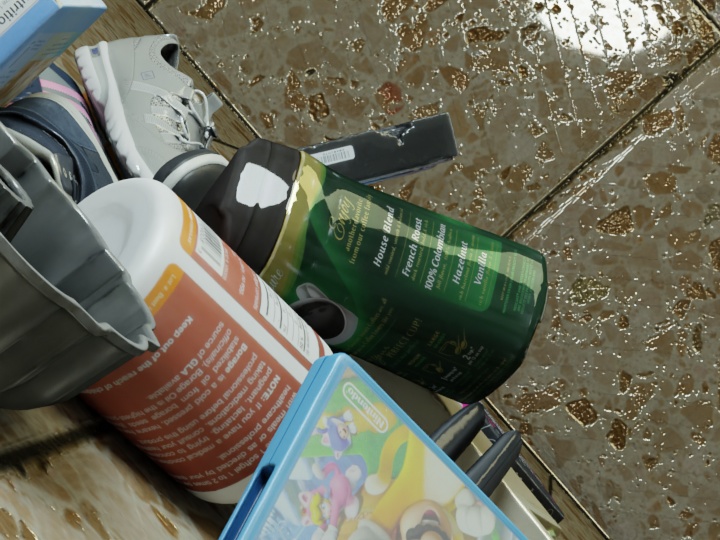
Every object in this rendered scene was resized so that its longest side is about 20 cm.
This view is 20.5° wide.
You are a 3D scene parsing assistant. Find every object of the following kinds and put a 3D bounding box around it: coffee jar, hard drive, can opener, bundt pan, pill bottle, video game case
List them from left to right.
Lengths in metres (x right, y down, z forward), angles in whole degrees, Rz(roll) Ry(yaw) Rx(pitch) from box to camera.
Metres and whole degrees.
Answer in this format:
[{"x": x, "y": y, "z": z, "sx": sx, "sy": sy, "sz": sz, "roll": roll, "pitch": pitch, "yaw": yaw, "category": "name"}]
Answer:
[{"x": -0.184, "y": -0.015, "z": 0.892, "sx": 0.202, "sy": 0.076, "sz": 0.202, "roll": 47, "pitch": 4, "yaw": -5, "category": "bundt pan"}, {"x": -0.083, "y": 0.053, "z": 1.064, "sx": 0.200, "sy": 0.112, "sz": 0.112, "roll": 46, "pitch": 5, "yaw": -32, "category": "pill bottle"}, {"x": -0.033, "y": -0.070, "z": 1.426, "sx": 0.200, "sy": 0.139, "sz": 0.038, "roll": -7, "pitch": -83, "yaw": 66, "category": "hard drive"}, {"x": -0.006, "y": 0.150, "z": 0.695, "sx": 0.018, "sy": 0.201, "sz": 0.143, "roll": -15, "pitch": -53, "yaw": 46, "category": "video game case"}, {"x": 0.000, "y": 0.000, "z": 1.139, "sx": 0.199, "sy": 0.086, "sz": 0.104, "roll": 22, "pitch": -30, "yaw": -13, "category": "coffee jar"}, {"x": 0.024, "y": 0.138, "z": 1.075, "sx": 0.063, "sy": 0.079, "sz": 0.200, "roll": 46, "pitch": 49, "yaw": 12, "category": "can opener"}]

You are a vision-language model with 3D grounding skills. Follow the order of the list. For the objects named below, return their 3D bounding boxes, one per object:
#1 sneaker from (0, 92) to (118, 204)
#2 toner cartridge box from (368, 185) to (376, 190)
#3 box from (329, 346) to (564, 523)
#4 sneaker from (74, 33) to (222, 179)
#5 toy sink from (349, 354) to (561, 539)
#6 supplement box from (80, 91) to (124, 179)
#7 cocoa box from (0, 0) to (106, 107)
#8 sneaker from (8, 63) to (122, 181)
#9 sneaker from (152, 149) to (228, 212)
[{"x": -0.156, "y": -0.008, "z": 1.129, "sx": 0.203, "sy": 0.077, "sz": 0.146, "roll": 52, "pitch": 8, "yaw": -2, "category": "sneaker"}, {"x": -0.018, "y": -0.010, "z": 1.346, "sx": 0.200, "sy": 0.094, "sz": 0.043, "roll": -124, "pitch": -163, "yaw": -77, "category": "toner cartridge box"}, {"x": 0.025, "y": 0.123, "z": 1.376, "sx": 0.200, "sy": 0.132, "sz": 0.115, "roll": 52, "pitch": 2, "yaw": 38, "category": "box"}, {"x": -0.127, "y": -0.093, "z": 1.321, "sx": 0.075, "sy": 0.082, "sz": 0.201, "roll": 76, "pitch": -12, "yaw": -54, "category": "sneaker"}, {"x": 0.038, "y": 0.160, "z": 1.215, "sx": 0.200, "sy": 0.130, "sz": 0.112, "roll": 49, "pitch": 4, "yaw": 23, "category": "toy sink"}, {"x": -0.155, "y": -0.031, "z": 1.379, "sx": 0.200, "sy": 0.069, "sz": 0.067, "roll": 54, "pitch": 9, "yaw": 31, "category": "supplement box"}, {"x": -0.243, "y": -0.154, "z": 1.130, "sx": 0.131, "sy": 0.133, "sz": 0.200, "roll": 48, "pitch": 5, "yaw": -5, "category": "cocoa box"}, {"x": -0.218, "y": -0.100, "z": 1.321, "sx": 0.200, "sy": 0.070, "sz": 0.082, "roll": 51, "pitch": 1, "yaw": 40, "category": "sneaker"}, {"x": -0.074, "y": 0.016, "z": 1.237, "sx": 0.083, "sy": 0.072, "sz": 0.201, "roll": 28, "pitch": -39, "yaw": 42, "category": "sneaker"}]
